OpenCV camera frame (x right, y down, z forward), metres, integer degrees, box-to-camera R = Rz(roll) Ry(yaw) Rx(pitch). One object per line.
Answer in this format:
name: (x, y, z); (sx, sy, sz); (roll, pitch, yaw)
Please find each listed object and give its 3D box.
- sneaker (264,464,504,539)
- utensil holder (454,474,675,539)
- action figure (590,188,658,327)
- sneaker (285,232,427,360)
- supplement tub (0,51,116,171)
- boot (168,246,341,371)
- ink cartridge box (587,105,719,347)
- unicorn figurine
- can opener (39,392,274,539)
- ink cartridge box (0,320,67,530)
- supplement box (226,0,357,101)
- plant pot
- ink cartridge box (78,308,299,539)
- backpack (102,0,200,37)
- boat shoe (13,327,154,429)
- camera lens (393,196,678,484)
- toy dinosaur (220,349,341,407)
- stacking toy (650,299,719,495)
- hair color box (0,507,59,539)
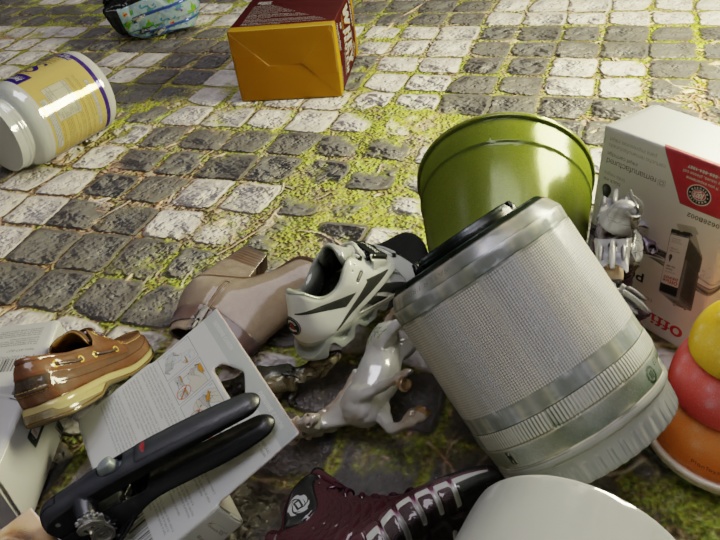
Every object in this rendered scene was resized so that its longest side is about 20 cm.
sneaker: (0.011, 0.188, 0.595); (0.199, 0.076, 0.116); (-23, 36, -18)
utensil holder: (0.098, 0.248, 0.423); (0.169, 0.171, 0.200); (14, 39, 26)
action figure: (0.239, 0.013, 0.673); (0.069, 0.201, 0.130); (14, 43, 25)
sneaker: (0.000, 0.000, 0.755); (0.074, 0.089, 0.200); (10, 39, 39)
supplement tub: (-0.536, -0.270, 1.243); (0.145, 0.146, 0.200); (16, 43, 29)
boot: (-0.107, 0.049, 0.816); (0.199, 0.070, 0.147); (15, 51, 22)
ink cartridge box: (0.311, -0.041, 0.725); (0.083, 0.201, 0.147); (-24, 39, -28)
unicorn figurine: (0.011, 0.103, 0.682); (0.137, 0.074, 0.200); (-20, 19, 49)
can opener: (-0.163, 0.153, 0.579); (0.199, 0.063, 0.079); (-30, 42, 5)
ink cartridge box: (-0.375, 0.151, 0.708); (0.145, 0.085, 0.201); (-6, 38, 2)
supplement box: (-0.120, -0.429, 1.381); (0.196, 0.133, 0.201); (-1, 38, 10)
plant pot: (0.153, -0.026, 0.773); (0.199, 0.201, 0.194); (0, 50, 11)
ink cartridge box: (-0.154, 0.150, 0.654); (0.173, 0.044, 0.200); (-39, 43, -6)
backpack: (-0.481, -0.625, 1.720); (0.199, 0.154, 0.164); (-27, 33, 11)
boat shoe: (-0.270, 0.088, 0.729); (0.072, 0.068, 0.200); (-20, 6, 13)
camera lens: (0.134, 0.054, 0.586); (0.160, 0.160, 0.201); (-32, 86, -28)
toy dinosaur: (-0.114, 0.124, 0.730); (0.199, 0.048, 0.088); (-7, 33, 6)
stacking toy: (0.312, 0.071, 0.583); (0.145, 0.201, 0.147); (-5, 37, 4)
hair color box: (-0.297, 0.285, 0.535); (0.109, 0.065, 0.200); (24, 46, 36)
